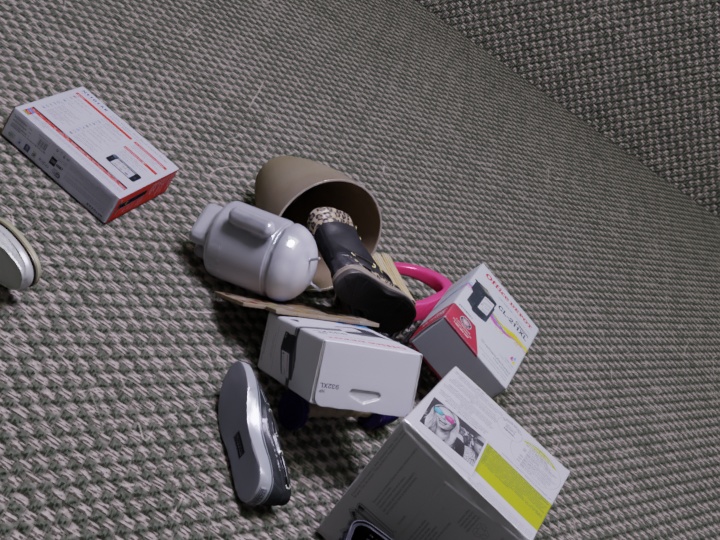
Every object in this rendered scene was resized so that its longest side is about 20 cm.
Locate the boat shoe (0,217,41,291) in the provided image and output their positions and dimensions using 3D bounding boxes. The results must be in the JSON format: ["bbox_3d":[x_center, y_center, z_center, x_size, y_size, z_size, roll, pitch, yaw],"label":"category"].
[{"bbox_3d":[-0.464,-0.039,1.356,0.199,0.075,0.068,37,32,13],"label":"boat shoe"}]

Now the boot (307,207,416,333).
[{"bbox_3d":[0.000,0.000,1.699,0.199,0.073,0.152,33,23,-50],"label":"boot"}]

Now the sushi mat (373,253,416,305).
[{"bbox_3d":[0.023,0.007,1.848,0.094,0.012,0.200,7,21,-14],"label":"sushi mat"}]

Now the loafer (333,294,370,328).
[{"bbox_3d":[-0.019,0.084,1.720,0.072,0.062,0.201,58,6,-30],"label":"loafer"}]

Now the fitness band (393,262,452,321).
[{"bbox_3d":[0.070,0.032,1.874,0.142,0.038,0.199,19,22,25],"label":"fitness band"}]

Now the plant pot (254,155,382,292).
[{"bbox_3d":[-0.089,-0.098,1.817,0.186,0.189,0.200,18,19,-34],"label":"plant pot"}]

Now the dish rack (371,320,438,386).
[{"bbox_3d":[0.108,0.109,1.848,0.200,0.055,0.153,43,26,10],"label":"dish rack"}]

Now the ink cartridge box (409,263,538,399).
[{"bbox_3d":[0.177,0.099,1.771,0.146,0.083,0.200,49,33,-4],"label":"ink cartridge box"}]

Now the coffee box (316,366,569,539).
[{"bbox_3d":[0.104,0.280,1.412,0.200,0.200,0.197,41,26,8],"label":"coffee box"}]

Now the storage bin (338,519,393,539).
[{"bbox_3d":[0.034,0.392,1.271,0.199,0.094,0.135,36,27,-2],"label":"storage bin"}]

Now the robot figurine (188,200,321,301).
[{"bbox_3d":[-0.144,-0.026,1.644,0.198,0.170,0.114,20,65,17],"label":"robot figurine"}]

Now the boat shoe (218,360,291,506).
[{"bbox_3d":[-0.128,0.201,1.405,0.056,0.069,0.202,22,37,-35],"label":"boat shoe"}]

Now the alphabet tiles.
[{"bbox_3d":[-0.097,0.052,1.624,0.198,0.008,0.167,10,3,-31],"label":"alphabet tiles"}]

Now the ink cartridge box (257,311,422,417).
[{"bbox_3d":[-0.030,0.118,1.504,0.143,0.085,0.200,10,4,-26],"label":"ink cartridge box"}]

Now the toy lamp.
[{"bbox_3d":[-0.021,0.187,1.561,0.199,0.058,0.058,7,40,-48],"label":"toy lamp"}]

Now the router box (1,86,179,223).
[{"bbox_3d":[-0.387,-0.172,1.676,0.199,0.049,0.179,40,26,4],"label":"router box"}]
